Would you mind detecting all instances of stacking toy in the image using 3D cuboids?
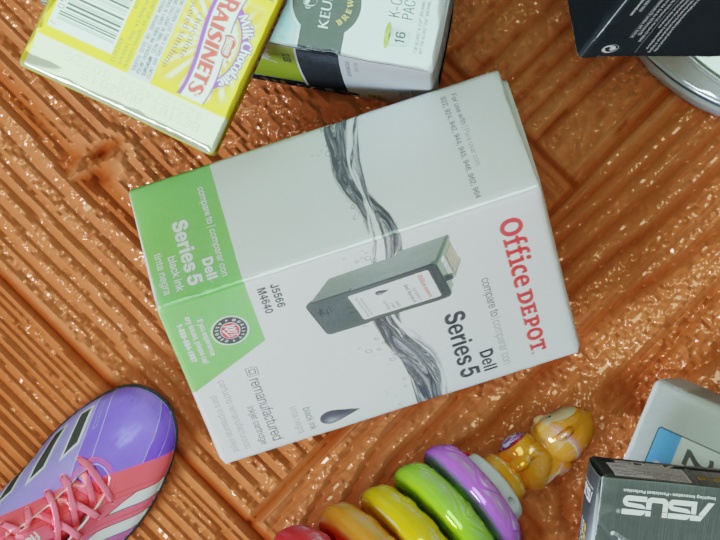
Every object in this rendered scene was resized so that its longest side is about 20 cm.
[{"bbox_3d":[0.044,0.134,1.528,0.200,0.116,0.110,-40,90,-12],"label":"stacking toy"}]

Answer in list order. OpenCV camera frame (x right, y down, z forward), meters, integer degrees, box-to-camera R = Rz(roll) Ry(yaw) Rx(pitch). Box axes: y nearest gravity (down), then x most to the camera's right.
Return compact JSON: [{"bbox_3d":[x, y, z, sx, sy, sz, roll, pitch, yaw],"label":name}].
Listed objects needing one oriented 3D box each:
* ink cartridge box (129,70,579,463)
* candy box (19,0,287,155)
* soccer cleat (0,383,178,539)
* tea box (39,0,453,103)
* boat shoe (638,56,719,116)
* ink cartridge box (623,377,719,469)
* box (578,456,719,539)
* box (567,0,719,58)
[{"bbox_3d":[0.000,0.000,1.496,0.199,0.146,0.084,-18,52,1],"label":"ink cartridge box"},{"bbox_3d":[-0.072,-0.165,1.371,0.102,0.026,0.201,25,90,0],"label":"candy box"},{"bbox_3d":[-0.172,0.140,1.537,0.200,0.073,0.068,-44,87,0],"label":"soccer cleat"},{"bbox_3d":[-0.046,-0.168,1.483,0.196,0.200,0.134,9,88,1],"label":"tea box"},{"bbox_3d":[0.153,-0.160,1.545,0.074,0.065,0.200,-44,87,-1],"label":"boat shoe"},{"bbox_3d":[0.197,0.180,1.508,0.176,0.045,0.201,23,97,18],"label":"ink cartridge box"},{"bbox_3d":[0.202,0.182,1.463,0.199,0.048,0.159,7,97,-5],"label":"box"},{"bbox_3d":[0.168,-0.212,1.492,0.141,0.079,0.201,-1,67,-23],"label":"box"}]
